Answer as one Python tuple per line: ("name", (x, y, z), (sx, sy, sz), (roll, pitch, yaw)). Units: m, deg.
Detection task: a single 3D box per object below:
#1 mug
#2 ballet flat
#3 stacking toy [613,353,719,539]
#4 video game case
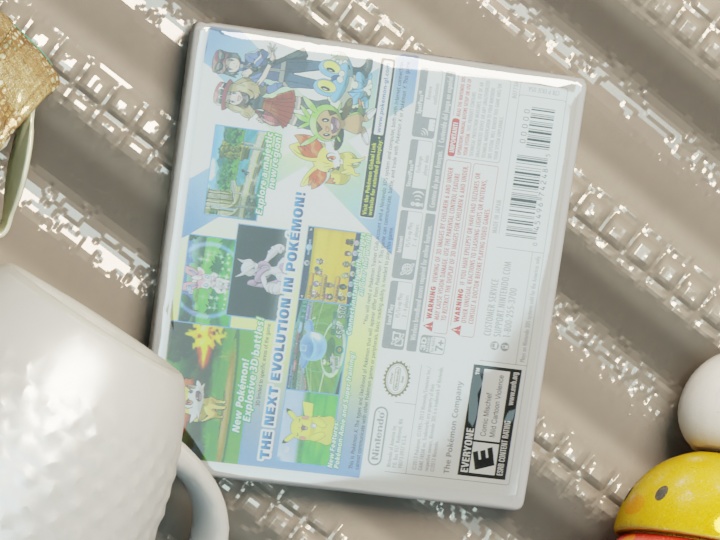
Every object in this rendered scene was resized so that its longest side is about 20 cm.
("mug", (-0.139, 0.105, 0.923), (0.200, 0.147, 0.176), (34, 88, -39))
("ballet flat", (-0.187, -0.014, 0.943), (0.065, 0.070, 0.201), (26, 95, -26))
("stacking toy", (0.154, 0.135, 1.005), (0.145, 0.146, 0.201), (14, 75, -11))
("video game case", (0.000, 0.000, 0.997), (0.181, 0.022, 0.202), (7, 96, -10))
